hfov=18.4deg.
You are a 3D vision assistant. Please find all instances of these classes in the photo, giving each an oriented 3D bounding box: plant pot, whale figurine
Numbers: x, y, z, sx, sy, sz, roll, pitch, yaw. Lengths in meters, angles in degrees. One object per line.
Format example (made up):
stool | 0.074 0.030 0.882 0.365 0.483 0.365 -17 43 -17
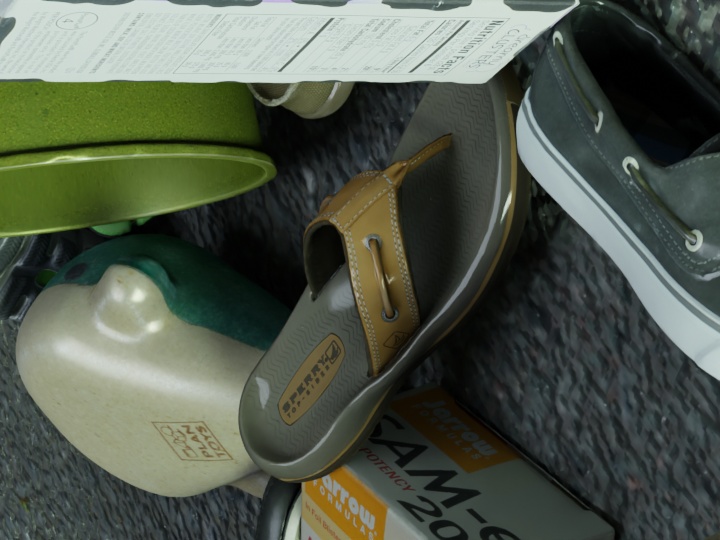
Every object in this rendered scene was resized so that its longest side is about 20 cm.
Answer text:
plant pot | -0.148 -0.123 0.947 0.200 0.200 0.193 -19 78 60
whale figurine | -0.063 0.039 1.031 0.200 0.104 0.159 0 137 39

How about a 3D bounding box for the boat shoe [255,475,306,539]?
boat shoe | -0.033 0.160 1.031 0.063 0.074 0.201 26 140 26

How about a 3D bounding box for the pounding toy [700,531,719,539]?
pounding toy | 0.134 0.171 0.655 0.142 0.200 0.184 -33 77 59

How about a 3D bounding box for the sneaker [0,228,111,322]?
sneaker | -0.190 -0.024 1.124 0.075 0.200 0.115 -56 36 7

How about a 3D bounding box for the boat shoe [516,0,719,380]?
boat shoe | 0.116 -0.021 0.716 0.200 0.069 0.057 46 141 41

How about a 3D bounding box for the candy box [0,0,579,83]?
candy box | -0.042 -0.151 0.742 0.072 0.200 0.168 -37 60 58

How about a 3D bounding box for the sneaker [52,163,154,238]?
sneaker | -0.143 -0.084 1.117 0.084 0.077 0.200 96 153 -45

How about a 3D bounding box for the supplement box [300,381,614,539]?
supplement box | 0.035 0.167 0.945 0.126 0.074 0.200 37 135 45

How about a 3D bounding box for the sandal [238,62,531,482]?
sandal | 0.000 0.000 0.870 0.200 0.055 0.082 -53 46 26

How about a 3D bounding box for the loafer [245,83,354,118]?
loafer | -0.056 -0.153 0.878 0.076 0.067 0.200 -16 92 60
